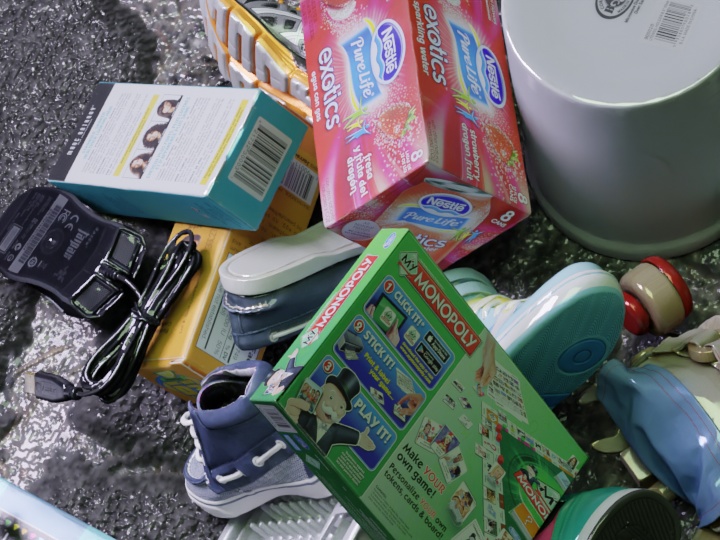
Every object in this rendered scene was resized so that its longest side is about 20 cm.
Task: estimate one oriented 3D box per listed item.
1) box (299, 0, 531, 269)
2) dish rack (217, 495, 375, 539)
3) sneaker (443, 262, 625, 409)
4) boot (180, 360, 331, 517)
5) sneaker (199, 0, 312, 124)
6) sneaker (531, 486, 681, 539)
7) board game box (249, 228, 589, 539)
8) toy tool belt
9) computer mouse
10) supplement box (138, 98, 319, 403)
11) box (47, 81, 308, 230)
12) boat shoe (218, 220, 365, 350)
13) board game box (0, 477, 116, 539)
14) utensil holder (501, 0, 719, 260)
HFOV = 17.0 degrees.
[{"bbox_3d":[0.033,-0.112,1.551,0.095,0.100,0.200,-32,50,34],"label":"box"},{"bbox_3d":[-0.025,0.158,1.489,0.044,0.200,0.172,36,69,-19],"label":"dish rack"},{"bbox_3d":[0.085,0.030,1.519,0.079,0.200,0.131,6,49,-32],"label":"sneaker"},{"bbox_3d":[-0.077,0.098,1.501,0.090,0.200,0.073,38,62,-20],"label":"boot"},{"bbox_3d":[-0.034,-0.147,1.686,0.200,0.078,0.077,39,64,21],"label":"sneaker"},{"bbox_3d":[0.098,0.209,1.456,0.084,0.121,0.200,46,75,-14],"label":"sneaker"},{"bbox_3d":[0.039,0.093,1.399,0.029,0.200,0.135,1,46,52],"label":"board game box"},{"bbox_3d":[0.196,0.091,1.493,0.123,0.125,0.200,-33,62,-15],"label":"toy tool belt"},{"bbox_3d":[-0.192,0.024,1.628,0.200,0.046,0.141,18,73,43],"label":"computer mouse"},{"bbox_3d":[-0.086,-0.012,1.620,0.066,0.069,0.200,-6,56,48],"label":"supplement box"},{"bbox_3d":[-0.126,-0.078,1.619,0.200,0.049,0.082,8,67,52],"label":"box"},{"bbox_3d":[0.000,0.000,1.594,0.200,0.062,0.075,-22,28,-30],"label":"boat shoe"},{"bbox_3d":[-0.248,0.240,1.552,0.151,0.047,0.200,25,72,21],"label":"board game box"},{"bbox_3d":[0.178,-0.125,1.555,0.169,0.200,0.170,-5,63,10],"label":"utensil holder"}]
